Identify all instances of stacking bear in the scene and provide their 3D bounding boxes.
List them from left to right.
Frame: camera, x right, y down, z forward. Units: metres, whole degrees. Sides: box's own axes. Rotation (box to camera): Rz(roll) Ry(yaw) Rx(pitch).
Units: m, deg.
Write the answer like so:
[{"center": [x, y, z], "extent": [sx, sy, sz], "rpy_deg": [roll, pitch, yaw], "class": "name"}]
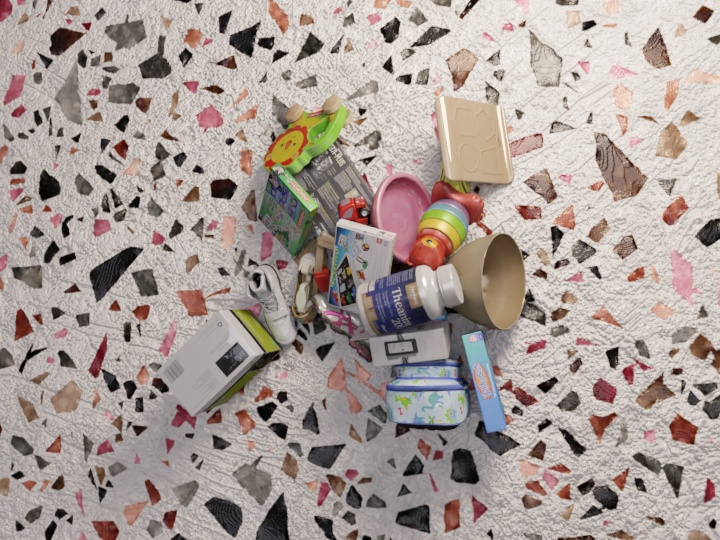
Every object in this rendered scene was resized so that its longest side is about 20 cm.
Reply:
[{"center": [0.168, -0.076, 1.399], "extent": [0.121, 0.114, 0.201], "rpy_deg": [25, 55, 11], "class": "stacking bear"}]

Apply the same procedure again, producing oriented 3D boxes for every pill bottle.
[{"center": [0.100, 0.055, 1.311], "extent": [0.198, 0.111, 0.112], "rpy_deg": [-18, 83, 18], "class": "pill bottle"}]

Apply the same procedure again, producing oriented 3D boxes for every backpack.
[{"center": [0.139, 0.260, 1.383], "extent": [0.181, 0.200, 0.149], "rpy_deg": [-3, 86, 12], "class": "backpack"}]

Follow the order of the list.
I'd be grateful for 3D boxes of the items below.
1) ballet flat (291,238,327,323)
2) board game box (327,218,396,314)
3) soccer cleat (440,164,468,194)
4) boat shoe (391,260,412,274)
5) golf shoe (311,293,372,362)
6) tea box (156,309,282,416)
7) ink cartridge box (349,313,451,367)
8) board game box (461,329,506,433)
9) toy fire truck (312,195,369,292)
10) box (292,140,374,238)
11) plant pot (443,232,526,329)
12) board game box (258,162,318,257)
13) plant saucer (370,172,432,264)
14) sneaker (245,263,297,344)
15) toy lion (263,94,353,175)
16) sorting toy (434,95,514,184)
[{"center": [-0.120, 0.024, 1.519], "extent": [0.070, 0.065, 0.202], "rpy_deg": [4, 86, 15], "class": "ballet flat"}, {"center": [0.000, 0.000, 1.395], "extent": [0.125, 0.035, 0.202], "rpy_deg": [17, 120, 14], "class": "board game box"}, {"center": [0.209, -0.239, 1.463], "extent": [0.064, 0.084, 0.202], "rpy_deg": [-2, 86, 11], "class": "soccer cleat"}, {"center": [0.100, 0.005, 1.476], "extent": [0.199, 0.068, 0.072], "rpy_deg": [27, 91, 12], "class": "boat shoe"}, {"center": [-0.024, 0.113, 1.491], "extent": [0.200, 0.073, 0.092], "rpy_deg": [42, 87, -3], "class": "golf shoe"}, {"center": [-0.311, 0.202, 1.477], "extent": [0.200, 0.197, 0.134], "rpy_deg": [-43, 80, 5], "class": "tea box"}, {"center": [0.088, 0.150, 1.388], "extent": [0.198, 0.116, 0.069], "rpy_deg": [-8, 100, 14], "class": "ink cartridge box"}, {"center": [0.263, 0.229, 1.385], "extent": [0.045, 0.152, 0.202], "rpy_deg": [-15, 83, 10], "class": "board game box"}, {"center": [-0.045, -0.058, 1.441], "extent": [0.140, 0.049, 0.202], "rpy_deg": [-10, 116, -5], "class": "toy fire truck"}, {"center": [-0.066, -0.175, 1.512], "extent": [0.163, 0.086, 0.201], "rpy_deg": [-35, 81, 7], "class": "box"}, {"center": [0.251, 0.025, 1.399], "extent": [0.134, 0.199, 0.202], "rpy_deg": [-3, 85, 39], "class": "plant pot"}, {"center": [-0.168, -0.133, 1.484], "extent": [0.029, 0.200, 0.135], "rpy_deg": [-37, 78, -31], "class": "board game box"}, {"center": [0.090, -0.113, 1.442], "extent": [0.051, 0.199, 0.203], "rpy_deg": [-9, 83, 45], "class": "plant saucer"}, {"center": [-0.210, 0.077, 1.508], "extent": [0.075, 0.115, 0.202], "rpy_deg": [-20, 83, 9], "class": "sneaker"}, {"center": [-0.131, -0.294, 1.485], "extent": [0.199, 0.069, 0.193], "rpy_deg": [-1, 58, 41], "class": "toy lion"}, {"center": [0.248, -0.282, 1.435], "extent": [0.036, 0.199, 0.187], "rpy_deg": [-15, 80, 54], "class": "sorting toy"}]
